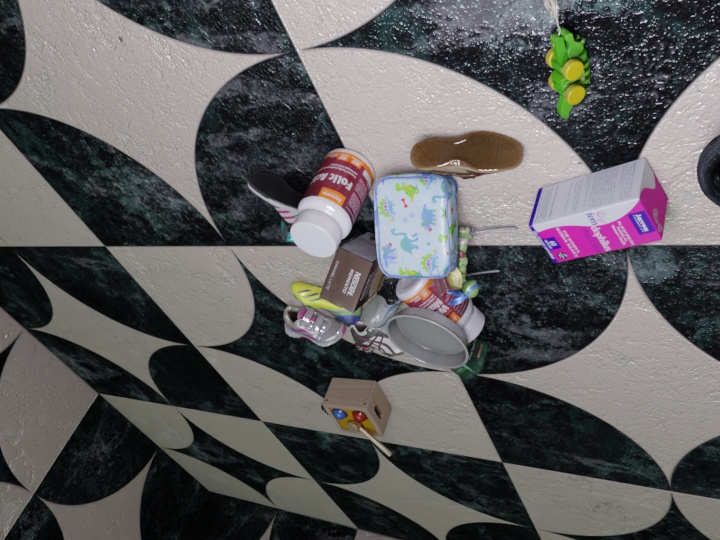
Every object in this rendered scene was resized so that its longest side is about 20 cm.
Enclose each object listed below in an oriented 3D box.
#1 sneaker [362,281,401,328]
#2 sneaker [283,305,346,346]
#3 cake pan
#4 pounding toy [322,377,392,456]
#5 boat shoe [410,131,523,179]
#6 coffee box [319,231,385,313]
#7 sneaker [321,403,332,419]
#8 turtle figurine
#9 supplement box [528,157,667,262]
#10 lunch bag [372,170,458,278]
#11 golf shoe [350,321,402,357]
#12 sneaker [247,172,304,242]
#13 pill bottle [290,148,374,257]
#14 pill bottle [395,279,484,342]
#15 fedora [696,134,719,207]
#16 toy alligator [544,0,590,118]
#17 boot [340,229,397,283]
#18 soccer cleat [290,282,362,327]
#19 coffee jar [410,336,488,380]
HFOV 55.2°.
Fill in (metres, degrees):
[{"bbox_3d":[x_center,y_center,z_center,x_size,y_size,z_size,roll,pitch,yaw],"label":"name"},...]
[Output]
[{"bbox_3d":[0.071,0.076,1.674,0.072,0.073,0.200,1,149,-29],"label":"sneaker"},{"bbox_3d":[-0.134,0.145,1.873,0.198,0.082,0.089,6,143,26],"label":"sneaker"},{"bbox_3d":[0.152,0.149,1.538,0.198,0.037,0.201,20,149,13],"label":"cake pan"},{"bbox_3d":[0.004,0.453,2.129,0.182,0.143,0.201,0,137,28],"label":"pounding toy"},{"bbox_3d":[0.191,-0.199,1.229,0.197,0.073,0.072,-1,170,18],"label":"boat shoe"},{"bbox_3d":[0.000,0.000,1.421,0.079,0.200,0.115,25,109,11],"label":"coffee box"},{"bbox_3d":[-0.039,0.486,2.273,0.198,0.079,0.090,22,149,6],"label":"sneaker"},{"bbox_3d":[0.192,-0.037,1.428,0.193,0.201,0.144,36,173,19],"label":"turtle figurine"},{"bbox_3d":[0.406,-0.099,1.180,0.199,0.104,0.101,-16,128,42],"label":"supplement box"},{"bbox_3d":[0.105,-0.088,1.322,0.159,0.082,0.203,0,100,22],"label":"lunch bag"},{"bbox_3d":[0.056,0.170,1.792,0.198,0.078,0.089,-3,130,34],"label":"golf shoe"},{"bbox_3d":[-0.169,-0.131,1.532,0.198,0.084,0.121,28,137,-5],"label":"sneaker"},{"bbox_3d":[-0.055,-0.132,1.344,0.113,0.201,0.115,16,145,12],"label":"pill bottle"},{"bbox_3d":[0.182,0.074,1.547,0.200,0.110,0.109,40,143,-20],"label":"pill bottle"},{"bbox_3d":[0.591,-0.163,0.981,0.198,0.092,0.202,17,145,12],"label":"fedora"},{"bbox_3d":[0.307,-0.314,1.004,0.054,0.060,0.201,-25,133,-3],"label":"toy alligator"},{"bbox_3d":[0.026,-0.037,1.544,0.199,0.070,0.132,-19,119,38],"label":"boot"},{"bbox_3d":[-0.084,0.069,1.775,0.198,0.065,0.084,27,117,5],"label":"soccer cleat"},{"bbox_3d":[0.208,0.174,1.670,0.199,0.105,0.085,31,147,-9],"label":"coffee jar"}]
